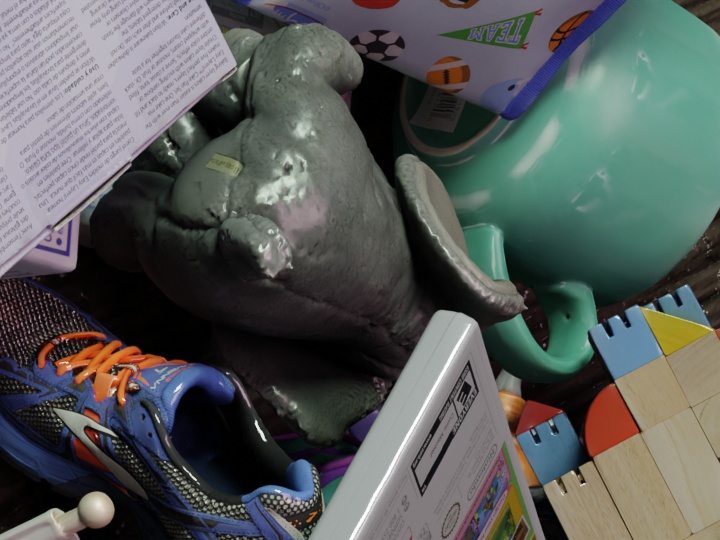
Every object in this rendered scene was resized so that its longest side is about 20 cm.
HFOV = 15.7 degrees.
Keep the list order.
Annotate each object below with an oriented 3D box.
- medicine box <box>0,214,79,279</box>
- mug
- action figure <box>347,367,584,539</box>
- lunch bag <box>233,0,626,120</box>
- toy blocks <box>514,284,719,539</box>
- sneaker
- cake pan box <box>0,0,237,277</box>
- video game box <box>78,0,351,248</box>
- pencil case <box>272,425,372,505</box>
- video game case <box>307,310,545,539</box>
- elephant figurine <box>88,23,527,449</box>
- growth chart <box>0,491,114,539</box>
[{"bbox_3d":[-0.202,-0.101,0.965,0.199,0.103,0.183,15,74,-44],"label":"medicine box"},{"bbox_3d":[0.091,-0.061,1.223,0.114,0.152,0.186,26,35,-36],"label":"mug"},{"bbox_3d":[0.072,0.110,1.221,0.194,0.104,0.201,-78,150,-44],"label":"action figure"},{"bbox_3d":[0.053,-0.187,1.098,0.169,0.200,0.124,17,40,-38],"label":"lunch bag"},{"bbox_3d":[0.150,0.068,1.168,0.137,0.199,0.100,62,2,6],"label":"toy blocks"},{"bbox_3d":[-0.081,0.058,1.030,0.075,0.200,0.079,-32,149,-43],"label":"sneaker"},{"bbox_3d":[-0.149,-0.098,0.910,0.200,0.052,0.185,-46,116,-40],"label":"cake pan box"},{"bbox_3d":[-0.083,-0.096,1.132,0.199,0.047,0.183,15,73,-45],"label":"video game box"},{"bbox_3d":[-0.013,0.172,1.137,0.092,0.085,0.201,-13,96,-3],"label":"pencil case"},{"bbox_3d":[0.011,0.145,1.035,0.201,0.022,0.182,-60,151,-27],"label":"video game case"},{"bbox_3d":[0.000,0.000,1.077,0.200,0.141,0.156,43,54,-32],"label":"elephant figurine"},{"bbox_3d":[-0.115,0.192,1.004,0.018,0.144,0.201,-59,130,-73],"label":"growth chart"}]
